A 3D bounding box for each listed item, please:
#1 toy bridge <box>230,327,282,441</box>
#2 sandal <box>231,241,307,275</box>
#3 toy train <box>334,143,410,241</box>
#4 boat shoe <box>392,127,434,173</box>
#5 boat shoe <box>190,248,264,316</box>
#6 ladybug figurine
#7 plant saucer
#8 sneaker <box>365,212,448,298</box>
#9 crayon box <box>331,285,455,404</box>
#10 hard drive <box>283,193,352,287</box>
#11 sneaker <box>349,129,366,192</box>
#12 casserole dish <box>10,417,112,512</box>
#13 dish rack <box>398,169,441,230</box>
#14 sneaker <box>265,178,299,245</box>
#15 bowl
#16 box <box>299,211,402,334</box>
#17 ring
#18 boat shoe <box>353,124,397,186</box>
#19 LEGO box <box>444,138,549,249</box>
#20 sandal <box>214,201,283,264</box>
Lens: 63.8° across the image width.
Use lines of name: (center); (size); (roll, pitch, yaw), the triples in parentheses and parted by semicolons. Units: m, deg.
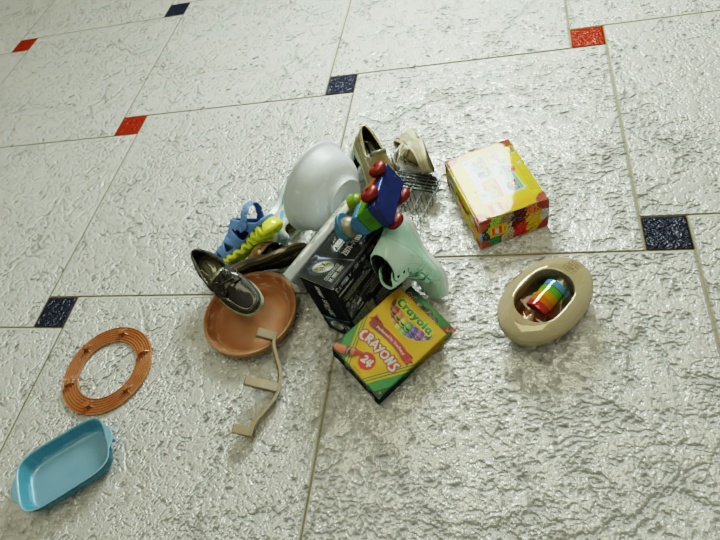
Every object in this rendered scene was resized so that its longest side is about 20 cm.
toy bridge: (-0.181, 0.209, 1.059); (0.067, 0.027, 0.202); (16, 68, -13)
sandal: (-0.207, -0.030, 1.235); (0.198, 0.082, 0.055); (-18, 74, 12)
toy train: (0.023, -0.141, 1.042); (0.115, 0.085, 0.201); (-27, 32, 36)
boat shoe: (0.117, -0.264, 1.314); (0.064, 0.073, 0.201); (-24, 33, 6)
boat shoe: (-0.277, 0.023, 1.165); (0.199, 0.065, 0.074); (32, 82, 27)
ladybug figurine: (0.326, 0.059, 1.015); (0.200, 0.072, 0.136); (-40, 52, -14)
plant saucer: (-0.220, 0.092, 1.175); (0.198, 0.038, 0.202); (-8, 52, 10)
sneaker: (0.083, 0.008, 1.050); (0.073, 0.201, 0.119); (-1, 45, 45)
crayon box: (0.062, 0.122, 1.037); (0.200, 0.051, 0.127); (-41, 70, -16)
hard drive: (-0.070, -0.055, 1.153); (0.026, 0.132, 0.200); (40, 88, 8)
sneaker: (0.008, -0.268, 1.352); (0.074, 0.087, 0.202); (-11, 50, 10)
casserole dish: (-0.538, 0.359, 1.062); (0.199, 0.039, 0.121); (-30, 51, -9)
dish rack: (0.085, -0.136, 1.251); (0.152, 0.055, 0.201); (14, 57, 23)
sneaker: (-0.151, -0.138, 1.314); (0.080, 0.077, 0.201); (17, 67, 19)
bowl: (-0.063, -0.161, 1.218); (0.090, 0.202, 0.201); (29, 65, 29)
box: (0.000, 0.000, 1.093); (0.086, 0.164, 0.201); (20, 61, 36)
ring: (-0.525, 0.201, 1.192); (0.198, 0.019, 0.202); (-8, 52, 11)
boat shoe: (0.037, -0.227, 1.231); (0.071, 0.076, 0.201); (-21, 62, -19)
LEGO box: (0.278, -0.162, 1.196); (0.147, 0.077, 0.201); (-19, 51, 2)
sandal: (-0.254, -0.078, 1.246); (0.199, 0.079, 0.088); (-35, 86, 25)
